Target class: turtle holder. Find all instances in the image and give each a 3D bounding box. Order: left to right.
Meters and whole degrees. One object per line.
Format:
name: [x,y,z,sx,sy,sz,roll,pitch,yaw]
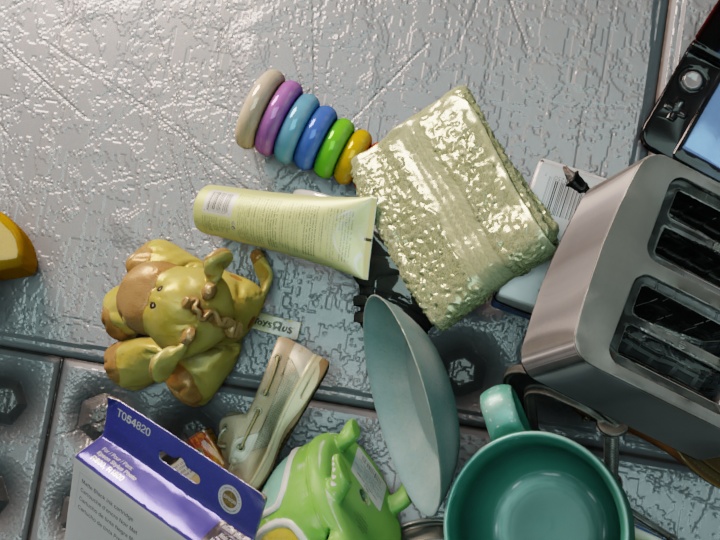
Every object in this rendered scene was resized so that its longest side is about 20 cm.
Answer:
turtle holder: [-0.031,0.243,0.894,0.131,0.141,0.186,-32,40,17]

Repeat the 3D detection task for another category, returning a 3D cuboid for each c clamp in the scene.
c clamp: [0.205,0.157,0.883,0.170,0.200,0.027,24,63,34]

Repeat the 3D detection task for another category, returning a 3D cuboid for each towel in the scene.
towel: [0.078,-0.059,0.881,0.148,0.036,0.200,-37,61,18]

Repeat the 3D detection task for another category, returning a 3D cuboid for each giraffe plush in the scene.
giraffe plush: [-0.167,0.044,0.928,0.199,0.162,0.173,-3,83,5]

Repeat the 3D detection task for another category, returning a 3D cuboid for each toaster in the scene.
toaster: [0.232,0.024,0.757,0.199,0.119,0.181,27,74,-5]

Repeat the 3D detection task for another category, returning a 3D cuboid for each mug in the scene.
mug: [0.160,0.205,0.835,0.151,0.114,0.186,13,79,22]

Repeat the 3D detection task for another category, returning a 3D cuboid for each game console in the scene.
game console: [0.397,-0.157,0.922,0.200,0.119,0.173,31,87,8]

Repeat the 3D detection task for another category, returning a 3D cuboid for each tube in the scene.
tube: [-0.072,-0.045,0.949,0.199,0.058,0.052,11,51,31]

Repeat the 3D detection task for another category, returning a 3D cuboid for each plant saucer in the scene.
plant saucer: [0.050,0.115,0.873,0.039,0.201,0.202,-14,83,-13]

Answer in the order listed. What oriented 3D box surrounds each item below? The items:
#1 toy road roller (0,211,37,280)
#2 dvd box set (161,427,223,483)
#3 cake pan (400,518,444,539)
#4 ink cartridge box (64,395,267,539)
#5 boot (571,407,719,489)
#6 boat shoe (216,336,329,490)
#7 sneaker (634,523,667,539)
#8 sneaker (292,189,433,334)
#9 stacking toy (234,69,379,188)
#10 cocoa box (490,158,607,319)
toy road roller: [-0.411,-0.047,0.987,0.145,0.123,0.201,-9,84,-11]
dvd box set: [-0.159,0.280,0.970,0.146,0.029,0.200,-33,82,1]
cake pan: [0.076,0.343,0.939,0.199,0.037,0.201,-1,84,5]
ink cartridge box: [-0.188,0.246,0.893,0.199,0.041,0.201,26,115,26]
boot: [0.265,0.132,0.885,0.200,0.155,0.074,41,77,12]
boat shoe: [-0.104,0.159,0.936,0.065,0.072,0.200,30,80,1]
sneaker: [0.208,0.251,0.908,0.199,0.077,0.076,11,62,2]
sneaker: [0.000,0.000,0.965,0.200,0.071,0.099,31,89,8]
stacking toy: [-0.021,-0.122,0.979,0.199,0.085,0.086,26,87,3]
cocoa box: [0.235,-0.001,0.913,0.199,0.131,0.134,18,85,7]
